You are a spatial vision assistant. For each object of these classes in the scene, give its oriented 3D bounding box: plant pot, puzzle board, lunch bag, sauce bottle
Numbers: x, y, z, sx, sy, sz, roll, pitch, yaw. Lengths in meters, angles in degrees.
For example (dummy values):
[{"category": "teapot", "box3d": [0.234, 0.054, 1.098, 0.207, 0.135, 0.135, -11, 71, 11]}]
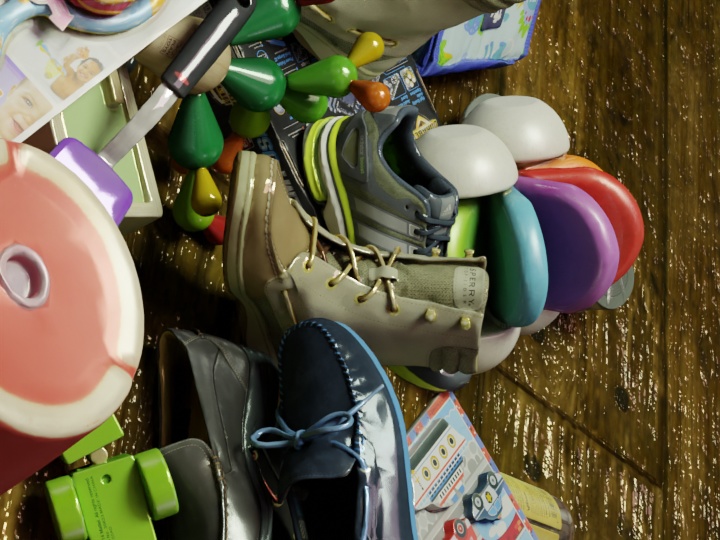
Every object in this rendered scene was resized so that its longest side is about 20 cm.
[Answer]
[{"category": "plant pot", "box3d": [-0.212, 0.032, 0.897, 0.200, 0.177, 0.201, 29, 50, -42]}, {"category": "puzzle board", "box3d": [0.054, 0.181, 1.199, 0.151, 0.017, 0.200, 60, 34, -12]}, {"category": "lunch bag", "box3d": [0.067, -0.252, 1.476, 0.170, 0.127, 0.200, -17, 99, -57]}, {"category": "sauce bottle", "box3d": [0.065, 0.157, 1.297, 0.200, 0.065, 0.065, 28, 51, -43]}]

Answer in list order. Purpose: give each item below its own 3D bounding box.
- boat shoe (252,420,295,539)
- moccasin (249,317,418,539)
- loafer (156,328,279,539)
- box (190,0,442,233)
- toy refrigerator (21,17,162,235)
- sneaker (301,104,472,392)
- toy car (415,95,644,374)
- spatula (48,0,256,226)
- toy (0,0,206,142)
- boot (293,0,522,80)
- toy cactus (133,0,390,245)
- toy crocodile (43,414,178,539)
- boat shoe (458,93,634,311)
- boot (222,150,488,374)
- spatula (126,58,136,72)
[{"category": "boat shoe", "box3d": [-0.011, 0.178, 1.191, 0.202, 0.063, 0.074, 65, 13, -5]}, {"category": "moccasin", "box3d": [-0.011, 0.117, 1.084, 0.068, 0.080, 0.200, 8, 56, -47]}, {"category": "loafer", "box3d": [-0.096, 0.123, 1.105, 0.072, 0.073, 0.200, 29, 40, -31]}, {"category": "box", "box3d": [-0.032, -0.135, 1.335, 0.200, 0.050, 0.199, -35, 103, -53]}, {"category": "toy refrigerator", "box3d": [-0.181, -0.117, 1.110, 0.076, 0.070, 0.200, -1, 72, -53]}, {"category": "sneaker", "box3d": [0.030, -0.016, 1.248, 0.074, 0.081, 0.200, -24, 91, -52]}, {"category": "toy car", "box3d": [0.120, -0.022, 1.357, 0.200, 0.150, 0.175, -31, 124, -55]}, {"category": "spatula", "box3d": [-0.117, -0.089, 1.073, 0.057, 0.021, 0.200, 44, 68, -17]}, {"category": "toy", "box3d": [-0.157, -0.170, 1.061, 0.200, 0.047, 0.115, -43, 94, -27]}, {"category": "boot", "box3d": [0.000, -0.209, 1.227, 0.200, 0.154, 0.072, 36, 46, -39]}, {"category": "toy cactus", "box3d": [-0.075, -0.111, 1.162, 0.165, 0.200, 0.102, 21, 24, -49]}, {"category": "toy crocodile", "box3d": [-0.152, 0.091, 1.053, 0.067, 0.062, 0.200, -21, 91, -14]}, {"category": "boat shoe", "box3d": [0.137, -0.049, 1.515, 0.202, 0.065, 0.074, 50, 58, -15]}, {"category": "boot", "box3d": [0.000, 0.000, 1.148, 0.200, 0.154, 0.072, 81, 16, -56]}, {"category": "spatula", "box3d": [-0.132, -0.203, 1.238, 0.021, 0.056, 0.200, 33, 51, -34]}]
